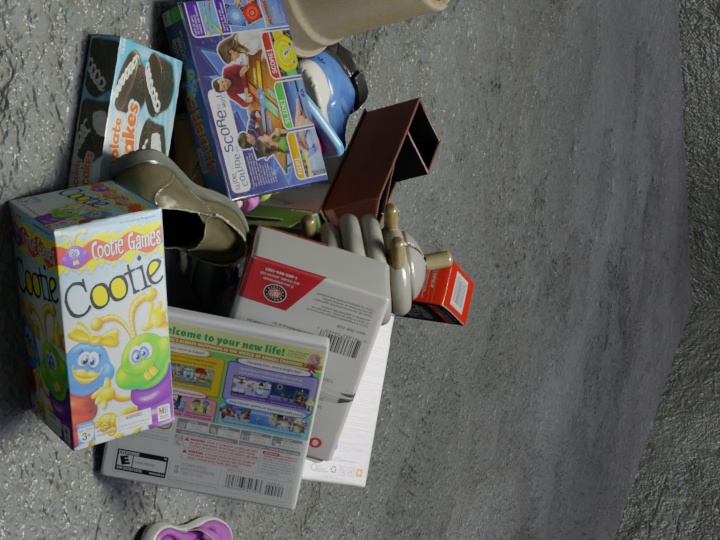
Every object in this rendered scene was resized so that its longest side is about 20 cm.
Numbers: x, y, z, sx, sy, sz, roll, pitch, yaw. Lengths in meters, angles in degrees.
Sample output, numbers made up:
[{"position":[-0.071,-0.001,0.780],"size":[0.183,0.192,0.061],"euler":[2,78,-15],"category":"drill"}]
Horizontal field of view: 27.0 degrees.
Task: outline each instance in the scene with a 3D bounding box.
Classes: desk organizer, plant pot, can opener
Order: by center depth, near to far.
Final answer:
[{"position":[-0.170,0.066,1.594],"size":[0.066,0.052,0.202],"euler":[-16,114,-63],"category":"can opener"},{"position":[0.005,-0.346,1.658],"size":[0.200,0.182,0.203],"euler":[8,81,-61],"category":"plant pot"},{"position":[0.026,-0.109,1.713],"size":[0.072,0.076,0.201],"euler":[60,33,-30],"category":"desk organizer"}]

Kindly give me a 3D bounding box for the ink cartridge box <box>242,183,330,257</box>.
[{"position":[-0.079,-0.049,1.699],"size":[0.200,0.103,0.060],"euler":[-32,126,-61],"category":"ink cartridge box"}]

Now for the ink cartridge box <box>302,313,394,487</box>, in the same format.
[{"position":[-0.022,0.139,1.687],"size":[0.094,0.037,0.202],"euler":[13,87,-36],"category":"ink cartridge box"}]

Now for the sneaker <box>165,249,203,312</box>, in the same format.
[{"position":[-0.191,0.064,1.532],"size":[0.105,0.059,0.201],"euler":[-63,147,-28],"category":"sneaker"}]

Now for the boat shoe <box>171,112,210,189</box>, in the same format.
[{"position":[-0.168,-0.132,1.533],"size":[0.076,0.071,0.202],"euler":[40,58,-33],"category":"boat shoe"}]

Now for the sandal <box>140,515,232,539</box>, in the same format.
[{"position":[-0.181,0.317,1.649],"size":[0.202,0.049,0.083],"euler":[16,83,-67],"category":"sandal"}]

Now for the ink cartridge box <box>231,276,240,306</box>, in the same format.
[{"position":[-0.101,0.113,1.636],"size":[0.044,0.093,0.202],"euler":[115,-20,-76],"category":"ink cartridge box"}]

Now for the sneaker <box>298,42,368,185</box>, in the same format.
[{"position":[-0.031,-0.175,1.803],"size":[0.111,0.076,0.202],"euler":[-41,129,-44],"category":"sneaker"}]

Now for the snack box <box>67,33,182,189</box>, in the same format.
[{"position":[-0.226,-0.112,1.422],"size":[0.116,0.037,0.203],"euler":[11,88,-66],"category":"snack box"}]

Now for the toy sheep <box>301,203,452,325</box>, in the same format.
[{"position":[0.000,0.000,1.589],"size":[0.138,0.197,0.140],"euler":[175,-90,-89],"category":"toy sheep"}]

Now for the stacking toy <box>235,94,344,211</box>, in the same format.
[{"position":[-0.124,-0.105,1.607],"size":[0.110,0.116,0.200],"euler":[50,65,-24],"category":"stacking toy"}]

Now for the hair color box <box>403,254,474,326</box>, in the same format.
[{"position":[0.030,0.015,1.852],"size":[0.101,0.198,0.062],"euler":[40,61,-63],"category":"hair color box"}]

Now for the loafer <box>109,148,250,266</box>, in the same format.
[{"position":[-0.169,-0.042,1.420],"size":[0.200,0.075,0.070],"euler":[36,36,-54],"category":"loafer"}]

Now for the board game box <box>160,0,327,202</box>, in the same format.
[{"position":[-0.116,-0.176,1.518],"size":[0.135,0.034,0.202],"euler":[-14,91,-41],"category":"board game box"}]

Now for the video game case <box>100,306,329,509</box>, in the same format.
[{"position":[-0.143,0.133,1.471],"size":[0.022,0.198,0.184],"euler":[-92,-167,-72],"category":"video game case"}]

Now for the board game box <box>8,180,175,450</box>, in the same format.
[{"position":[-0.236,0.037,1.322],"size":[0.102,0.105,0.202],"euler":[-14,113,-31],"category":"board game box"}]

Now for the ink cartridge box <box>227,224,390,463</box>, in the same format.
[{"position":[-0.067,0.076,1.513],"size":[0.084,0.143,0.202],"euler":[-88,-164,-65],"category":"ink cartridge box"}]
